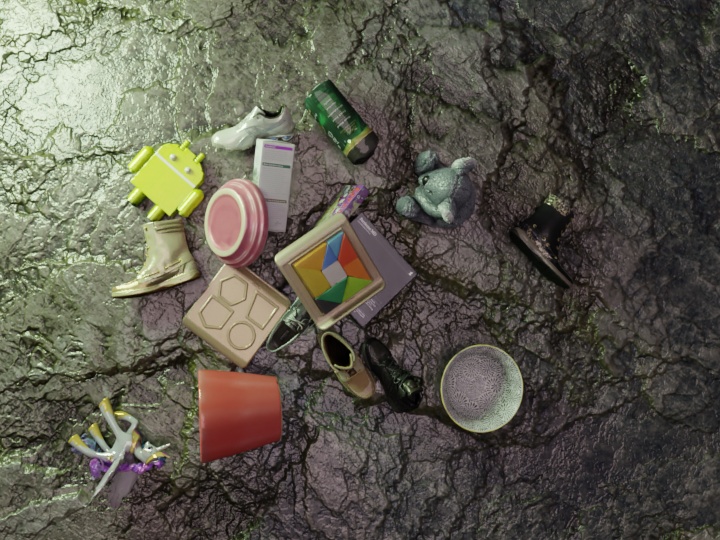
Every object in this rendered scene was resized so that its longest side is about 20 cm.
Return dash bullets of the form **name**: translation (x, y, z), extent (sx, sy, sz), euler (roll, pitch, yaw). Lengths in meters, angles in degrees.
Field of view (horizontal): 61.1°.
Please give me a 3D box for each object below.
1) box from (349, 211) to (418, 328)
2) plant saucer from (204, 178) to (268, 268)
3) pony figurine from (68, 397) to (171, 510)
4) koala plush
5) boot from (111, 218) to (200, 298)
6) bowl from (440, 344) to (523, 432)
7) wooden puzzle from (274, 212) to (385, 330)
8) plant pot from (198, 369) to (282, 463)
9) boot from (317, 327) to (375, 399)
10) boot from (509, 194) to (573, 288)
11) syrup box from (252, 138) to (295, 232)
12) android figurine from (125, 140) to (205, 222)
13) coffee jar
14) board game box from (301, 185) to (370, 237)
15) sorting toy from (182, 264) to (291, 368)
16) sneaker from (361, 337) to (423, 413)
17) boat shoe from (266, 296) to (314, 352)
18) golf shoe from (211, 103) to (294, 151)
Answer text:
- **box**: translation (0.000, 0.000, 1.438), extent (0.182, 0.104, 0.200), euler (-43, 93, -5)
- **plant saucer**: translation (-0.288, -0.107, 1.375), extent (0.051, 0.199, 0.203), euler (1, 87, -50)
- **pony figurine**: translation (-0.542, 0.414, 1.353), extent (0.199, 0.167, 0.194), euler (36, 77, 12)
- **koala plush**: translation (0.203, -0.185, 1.419), extent (0.182, 0.200, 0.179), euler (24, 85, -5)
- **boot**: translation (-0.485, -0.027, 1.401), extent (0.198, 0.073, 0.157), euler (-17, 90, -8)
- **bowl**: translation (0.278, 0.275, 1.462), extent (0.198, 0.094, 0.203), euler (0, 88, -6)
- **wooden puzzle**: translation (-0.063, 0.004, 1.343), extent (0.184, 0.037, 0.201), euler (-34, 102, -8)
- **plant pot**: translation (-0.270, 0.315, 1.362), extent (0.175, 0.200, 0.203), euler (-2, 88, -15)
- **boot**: translation (-0.029, 0.220, 1.400), extent (0.072, 0.155, 0.201), euler (-35, 92, -6)
- **boot**: translation (0.486, -0.072, 1.511), extent (0.204, 0.073, 0.154), euler (45, 82, -2)
- **syrup box**: translation (-0.205, -0.197, 1.404), extent (0.081, 0.079, 0.202), euler (4, 102, -21)
- **android figurine**: translation (-0.449, -0.213, 1.430), extent (0.182, 0.041, 0.200), euler (42, 86, -3)
- **coffee jar**: translation (-0.041, -0.345, 1.447), extent (0.085, 0.104, 0.200), euler (-41, 92, -3)
- **board game box**: translation (-0.069, -0.116, 1.420), extent (0.032, 0.120, 0.201), euler (44, 78, -26)
- **sorting toy**: translation (-0.290, 0.099, 1.441), extent (0.185, 0.036, 0.201), euler (37, 89, -3)
- **sneaker**: translation (0.083, 0.239, 1.427), extent (0.076, 0.114, 0.201), euler (-29, 91, -35)
- **boat shoe**: translation (-0.144, 0.119, 1.395), extent (0.072, 0.071, 0.201), euler (38, 112, -1)
- **golf shoe**: translation (-0.253, -0.339, 1.420), extent (0.198, 0.098, 0.079), euler (-14, 45, -11)
